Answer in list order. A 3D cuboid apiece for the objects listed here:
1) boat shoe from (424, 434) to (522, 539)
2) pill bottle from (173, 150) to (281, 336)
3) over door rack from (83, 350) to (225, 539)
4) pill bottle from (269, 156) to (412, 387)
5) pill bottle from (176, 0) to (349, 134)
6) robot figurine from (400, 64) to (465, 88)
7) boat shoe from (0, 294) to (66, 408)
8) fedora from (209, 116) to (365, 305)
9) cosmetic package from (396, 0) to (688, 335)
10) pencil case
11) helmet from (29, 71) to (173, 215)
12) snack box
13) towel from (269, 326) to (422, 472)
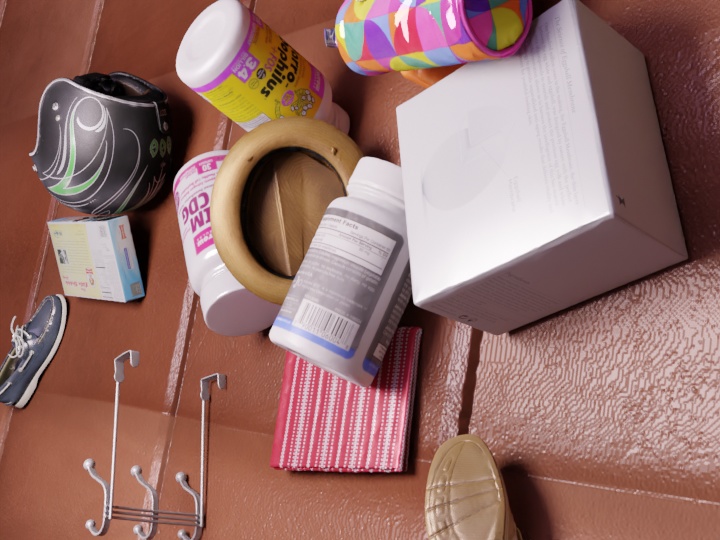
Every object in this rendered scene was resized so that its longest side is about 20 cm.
[{"bbox_3d":[0.101,0.238,0.813,0.072,0.069,0.203,-17,56,16],"label":"boat shoe"},{"bbox_3d":[-0.153,-0.032,1.166,0.113,0.112,0.202,-41,49,30],"label":"pill bottle"},{"bbox_3d":[-0.241,0.208,1.152,0.066,0.147,0.204,-5,73,41],"label":"over door rack"},{"bbox_3d":[0.000,0.000,0.971,0.113,0.113,0.203,15,77,49],"label":"pill bottle"},{"bbox_3d":[-0.101,-0.201,1.096,0.103,0.199,0.106,-25,49,32],"label":"pill bottle"},{"bbox_3d":[0.110,-0.271,0.958,0.115,0.144,0.203,24,95,15],"label":"robot figurine"},{"bbox_3d":[-0.531,0.124,1.570,0.202,0.061,0.075,-58,40,14],"label":"boat shoe"},{"bbox_3d":[-0.069,-0.063,1.082,0.082,0.197,0.204,-7,-63,-86],"label":"fedora"},{"bbox_3d":[0.147,-0.080,0.839,0.198,0.122,0.203,-27,56,40],"label":"cosmetic package"},{"bbox_3d":[0.054,-0.215,0.848,0.198,0.087,0.090,9,82,53],"label":"pencil case"},{"bbox_3d":[-0.363,-0.172,1.395,0.200,0.197,0.194,42,121,47],"label":"helmet"},{"bbox_3d":[-0.390,-0.019,1.447,0.198,0.037,0.119,3,107,48],"label":"snack box"},{"bbox_3d":[-0.018,0.135,1.023,0.198,0.022,0.148,-9,67,44],"label":"towel"}]
